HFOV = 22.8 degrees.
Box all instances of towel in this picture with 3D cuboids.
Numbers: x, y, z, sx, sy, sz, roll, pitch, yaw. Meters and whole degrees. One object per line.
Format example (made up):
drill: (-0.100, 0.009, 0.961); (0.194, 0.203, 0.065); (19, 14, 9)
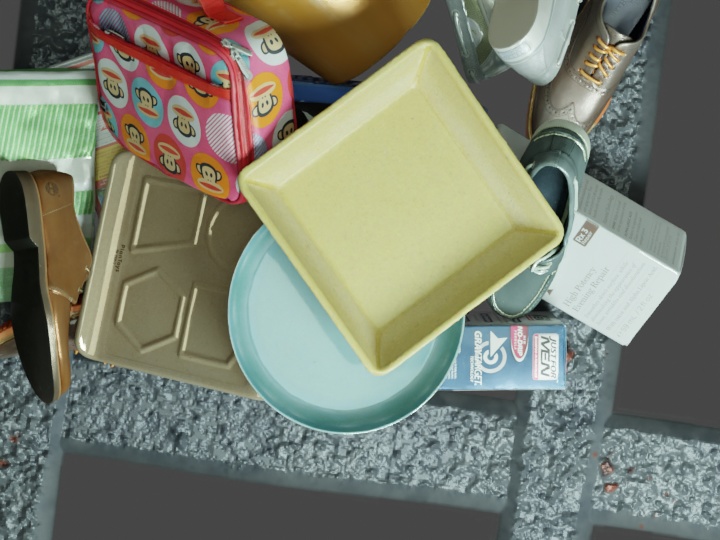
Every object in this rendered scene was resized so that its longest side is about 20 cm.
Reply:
towel: (-0.297, -0.074, 1.548); (0.151, 0.023, 0.202); (-4, 104, -33)

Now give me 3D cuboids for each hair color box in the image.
hair color box: (0.080, 0.072, 1.596); (0.198, 0.100, 0.061); (-1, 96, -1)

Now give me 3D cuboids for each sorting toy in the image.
sorting toy: (-0.138, 0.003, 1.535); (0.198, 0.036, 0.187); (11, 89, 21)

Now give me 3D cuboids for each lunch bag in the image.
lunch bag: (-0.139, -0.164, 1.474); (0.082, 0.199, 0.178); (-30, 132, -35)

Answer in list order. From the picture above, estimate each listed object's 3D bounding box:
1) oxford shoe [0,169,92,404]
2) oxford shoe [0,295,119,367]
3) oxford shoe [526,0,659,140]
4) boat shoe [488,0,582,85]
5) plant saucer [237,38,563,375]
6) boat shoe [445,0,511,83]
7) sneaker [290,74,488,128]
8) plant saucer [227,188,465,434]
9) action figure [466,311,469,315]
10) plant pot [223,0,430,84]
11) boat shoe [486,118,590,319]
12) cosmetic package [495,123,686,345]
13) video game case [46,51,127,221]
oxford shoe: (-0.260, 0.013, 1.533); (0.071, 0.071, 0.202); (-8, 100, -38)
oxford shoe: (-0.239, 0.058, 1.602); (0.198, 0.071, 0.074); (-13, 100, -1)
oxford shoe: (0.206, -0.191, 1.581); (0.071, 0.073, 0.201); (25, 94, -4)
boat shoe: (0.166, -0.248, 1.558); (0.072, 0.201, 0.069); (-17, 135, 32)
plant saucer: (0.031, -0.051, 1.452); (0.199, 0.048, 0.201); (-36, 95, -6)
boat shoe: (0.083, -0.266, 1.582); (0.064, 0.074, 0.203); (-23, 103, 20)
sneaker: (0.012, -0.126, 1.597); (0.198, 0.070, 0.079); (7, 103, 2)
plant saucer: (-0.012, 0.034, 1.483); (0.198, 0.027, 0.203); (0, 91, -8)
action figure: (0.000, 0.000, 1.567); (0.198, 0.130, 0.070); (12, 92, 13)
plant pot: (-0.041, -0.267, 1.529); (0.200, 0.200, 0.183); (-43, 111, 2)
boat shoe: (0.143, -0.031, 1.514); (0.072, 0.062, 0.201); (18, 126, 2)
cosmetic package: (0.179, -0.031, 1.585); (0.199, 0.074, 0.102); (28, 127, -4)
video game case: (-0.181, -0.108, 1.602); (0.142, 0.017, 0.202); (-18, 102, 0)
